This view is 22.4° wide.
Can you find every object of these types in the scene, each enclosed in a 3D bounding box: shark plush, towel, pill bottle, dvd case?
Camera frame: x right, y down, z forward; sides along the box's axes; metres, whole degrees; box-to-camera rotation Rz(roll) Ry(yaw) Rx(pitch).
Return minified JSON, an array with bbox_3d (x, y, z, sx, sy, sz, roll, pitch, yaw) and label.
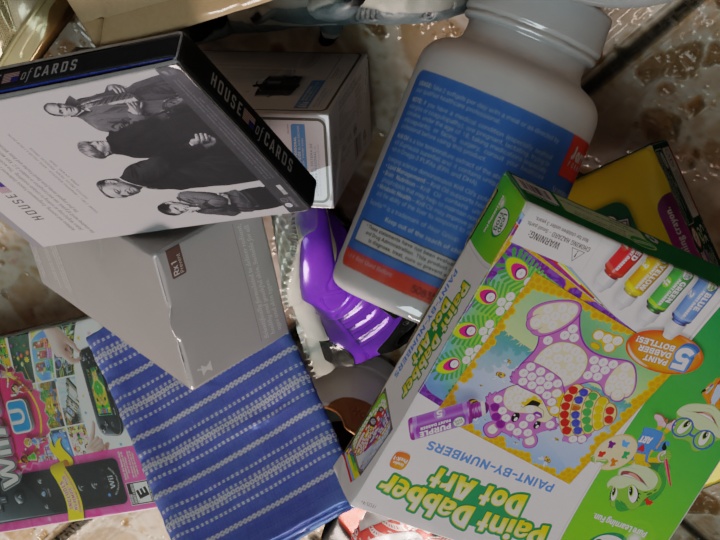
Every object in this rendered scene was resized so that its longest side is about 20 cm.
[{"bbox_3d":[-0.034,-0.154,1.105,0.199,0.091,0.083,-23,144,29],"label":"shark plush"},{"bbox_3d":[-0.095,0.099,1.224,0.144,0.024,0.201,-31,74,20],"label":"towel"},{"bbox_3d":[0.070,-0.065,1.043,0.112,0.112,0.201,23,93,6],"label":"pill bottle"},{"bbox_3d":[-0.146,-0.068,1.025,0.199,0.025,0.150,-6,148,27],"label":"dvd case"}]

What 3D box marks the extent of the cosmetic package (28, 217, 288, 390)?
[{"bbox_3d":[-0.141,-0.017,1.181,0.200,0.090,0.107,28,139,43],"label":"cosmetic package"}]

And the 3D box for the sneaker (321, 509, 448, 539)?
[{"bbox_3d":[0.053,0.145,1.208,0.107,0.067,0.202,24,140,-5],"label":"sneaker"}]

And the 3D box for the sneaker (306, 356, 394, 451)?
[{"bbox_3d":[-0.067,0.115,1.310,0.199,0.085,0.073,-18,119,34],"label":"sneaker"}]

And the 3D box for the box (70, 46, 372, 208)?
[{"bbox_3d":[-0.101,-0.091,1.126,0.199,0.117,0.061,3,116,13],"label":"box"}]

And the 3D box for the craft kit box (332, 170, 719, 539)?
[{"bbox_3d":[0.117,0.070,1.011,0.199,0.049,0.198,21,111,-24],"label":"craft kit box"}]

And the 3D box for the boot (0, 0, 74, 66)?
[{"bbox_3d":[-0.293,-0.164,1.200,0.155,0.073,0.200,40,129,-10],"label":"boot"}]

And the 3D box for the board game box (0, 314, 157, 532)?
[{"bbox_3d":[-0.227,0.113,1.358,0.199,0.064,0.149,-12,95,30],"label":"board game box"}]

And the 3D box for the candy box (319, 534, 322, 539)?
[{"bbox_3d":[0.057,0.168,1.315,0.116,0.057,0.200,31,130,-2],"label":"candy box"}]

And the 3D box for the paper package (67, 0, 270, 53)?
[{"bbox_3d":[-0.062,-0.227,0.971,0.190,0.200,0.104,-13,121,29],"label":"paper package"}]

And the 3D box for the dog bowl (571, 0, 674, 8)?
[{"bbox_3d":[0.140,-0.227,0.945,0.199,0.059,0.201,2,126,3],"label":"dog bowl"}]

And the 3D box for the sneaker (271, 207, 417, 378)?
[{"bbox_3d":[0.000,0.000,1.176,0.099,0.070,0.200,-10,154,2],"label":"sneaker"}]

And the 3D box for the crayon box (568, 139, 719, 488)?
[{"bbox_3d":[0.145,0.047,1.112,0.172,0.058,0.201,-24,88,21],"label":"crayon box"}]
